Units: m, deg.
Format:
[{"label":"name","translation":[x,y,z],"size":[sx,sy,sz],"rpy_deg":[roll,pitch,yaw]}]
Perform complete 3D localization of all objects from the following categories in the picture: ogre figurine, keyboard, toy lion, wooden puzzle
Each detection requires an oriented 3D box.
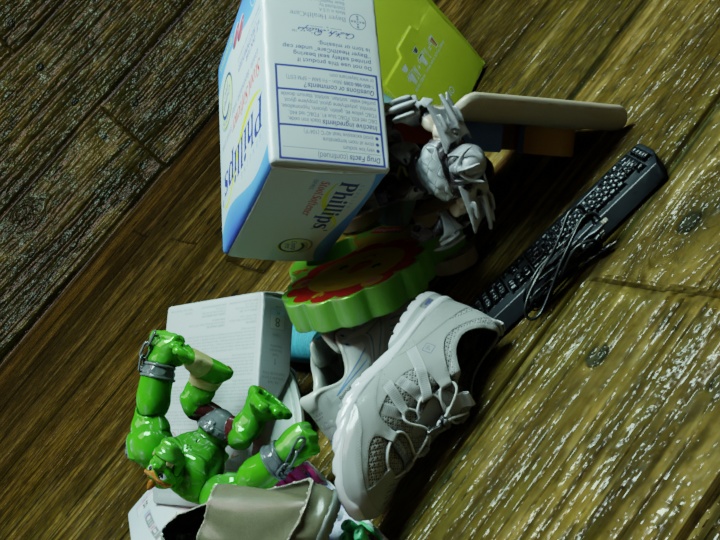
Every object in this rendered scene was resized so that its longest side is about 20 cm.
[{"label":"ogre figurine","translation":[-0.135,0.147,0.913],"size":[0.121,0.198,0.098],"rpy_deg":[-62,-9,1]},{"label":"keyboard","translation":[0.162,-0.031,0.838],"size":[0.200,0.040,0.104],"rpy_deg":[-46,18,9]},{"label":"toy lion","translation":[0.000,0.000,0.964],"size":[0.190,0.070,0.198],"rpy_deg":[-32,19,-32]},{"label":"wooden puzzle","translation":[0.117,-0.132,0.960],"size":[0.199,0.182,0.047],"rpy_deg":[12,100,63]}]

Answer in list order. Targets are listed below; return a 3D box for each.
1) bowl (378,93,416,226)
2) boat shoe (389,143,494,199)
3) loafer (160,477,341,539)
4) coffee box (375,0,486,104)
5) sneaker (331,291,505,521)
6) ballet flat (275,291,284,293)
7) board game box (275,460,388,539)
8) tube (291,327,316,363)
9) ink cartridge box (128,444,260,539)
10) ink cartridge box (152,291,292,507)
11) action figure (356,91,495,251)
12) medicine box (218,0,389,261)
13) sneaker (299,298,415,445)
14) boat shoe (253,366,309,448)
[{"label":"bowl","translation":[0.011,-0.111,1.148],"size":[0.201,0.103,0.205],"rpy_deg":[12,-90,-81]},{"label":"boat shoe","translation":[0.046,-0.108,1.042],"size":[0.060,0.199,0.074],"rpy_deg":[3,91,57]},{"label":"loafer","translation":[-0.093,0.204,0.796],"size":[0.199,0.070,0.076],"rpy_deg":[-31,26,39]},{"label":"coffee box","translation":[0.008,-0.238,1.325],"size":[0.196,0.200,0.201],"rpy_deg":[-24,30,46]},{"label":"sneaker","translation":[0.044,0.099,0.780],"size":[0.081,0.075,0.202],"rpy_deg":[7,55,35]},{"label":"ballet flat","translation":[-0.135,0.108,1.184],"size":[0.201,0.069,0.069],"rpy_deg":[-53,20,-16]},{"label":"board game box","translation":[-0.082,0.255,0.823],"size":[0.201,0.026,0.200],"rpy_deg":[-51,20,-8]},{"label":"tube","translation":[-0.046,0.068,1.083],"size":[0.199,0.050,0.079],"rpy_deg":[-9,70,58]},{"label":"ink cartridge box","translation":[-0.155,0.227,1.011],"size":[0.163,0.057,0.200],"rpy_deg":[-49,14,-4]},{"label":"ink cartridge box","translation":[-0.137,0.130,1.018],"size":[0.158,0.047,0.204],"rpy_deg":[-9,74,44]},{"label":"action figure","translation":[0.046,-0.083,0.879],"size":[0.068,0.133,0.199],"rpy_deg":[-17,10,-26]},{"label":"medicine box","translation":[-0.057,-0.136,0.899],"size":[0.182,0.101,0.204],"rpy_deg":[130,140,-61]},{"label":"sneaker","translation":[0.000,0.068,0.926],"size":[0.075,0.087,0.201],"rpy_deg":[-35,21,37]},{"label":"boat shoe","translation":[-0.089,0.125,1.040],"size":[0.076,0.060,0.200],"rpy_deg":[-45,37,6]}]
